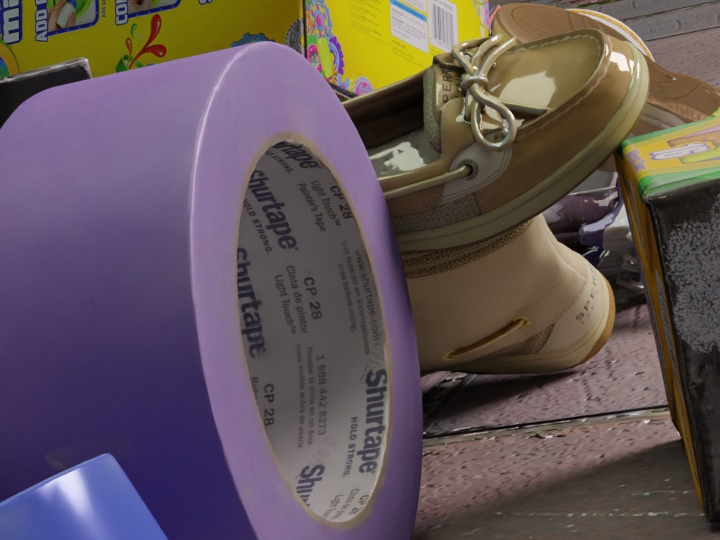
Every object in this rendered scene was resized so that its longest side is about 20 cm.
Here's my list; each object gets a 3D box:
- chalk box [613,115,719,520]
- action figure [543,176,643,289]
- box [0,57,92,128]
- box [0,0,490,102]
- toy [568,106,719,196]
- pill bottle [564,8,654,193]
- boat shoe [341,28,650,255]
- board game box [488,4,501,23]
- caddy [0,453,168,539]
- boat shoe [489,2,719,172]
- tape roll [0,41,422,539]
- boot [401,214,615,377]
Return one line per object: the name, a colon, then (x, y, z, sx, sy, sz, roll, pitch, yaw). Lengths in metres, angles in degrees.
chalk box: (0.204, -0.003, 0.824, 0.198, 0.126, 0.124, -12, 11, 4)
action figure: (0.068, -0.019, 1.106, 0.198, 0.070, 0.130, -2, -29, -1)
box: (-0.158, 0.032, 0.898, 0.156, 0.202, 0.050, -14, 8, -8)
box: (-0.061, -0.118, 1.146, 0.191, 0.123, 0.200, -9, -13, 27)
toy: (0.208, -0.060, 1.194, 0.198, 0.048, 0.115, -9, -18, 10)
pill bottle: (0.120, -0.091, 1.386, 0.115, 0.117, 0.200, -11, 11, 15)
boat shoe: (0.015, -0.049, 0.885, 0.199, 0.063, 0.074, -20, 40, 22)
board game box: (0.014, -0.067, 1.339, 0.201, 0.019, 0.103, -54, 14, -25)
caddy: (-0.117, 0.135, 0.591, 0.199, 0.106, 0.141, -27, -5, -30)
boat shoe: (0.143, -0.082, 1.238, 0.199, 0.065, 0.072, 23, 30, -28)
tape roll: (-0.051, 0.027, 0.789, 0.084, 0.202, 0.200, -10, 12, 21)
boot: (0.000, 0.000, 1.012, 0.198, 0.073, 0.156, -5, -26, 20)
